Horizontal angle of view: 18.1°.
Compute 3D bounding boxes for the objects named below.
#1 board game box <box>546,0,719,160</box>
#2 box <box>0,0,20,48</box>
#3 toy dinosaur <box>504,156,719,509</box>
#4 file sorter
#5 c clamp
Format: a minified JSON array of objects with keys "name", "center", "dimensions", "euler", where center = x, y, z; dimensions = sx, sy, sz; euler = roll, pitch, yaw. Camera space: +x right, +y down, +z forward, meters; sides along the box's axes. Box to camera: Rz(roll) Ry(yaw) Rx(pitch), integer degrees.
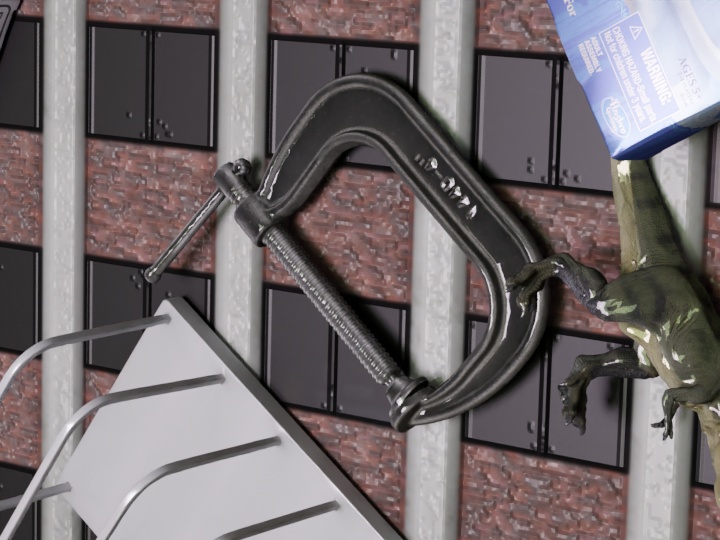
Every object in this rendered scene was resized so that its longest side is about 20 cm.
[{"name":"board game box","center":[0.154,-0.177,0.928],"dimensions":[0.198,0.043,0.201],"euler":[-27,79,29]},{"name":"box","center":[-0.291,-0.153,1.267],"dimensions":[0.200,0.060,0.117],"euler":[39,118,26]},{"name":"toy dinosaur","center":[0.118,0.020,0.992],"dimensions":[0.088,0.047,0.201],"euler":[-23,79,19]},{"name":"file sorter","center":[-0.099,0.136,1.122],"dimensions":[0.200,0.124,0.139],"euler":[46,120,23]},{"name":"c clamp","center":[0.000,0.000,1.095],"dimensions":[0.200,0.027,0.171],"euler":[45,115,25]}]
